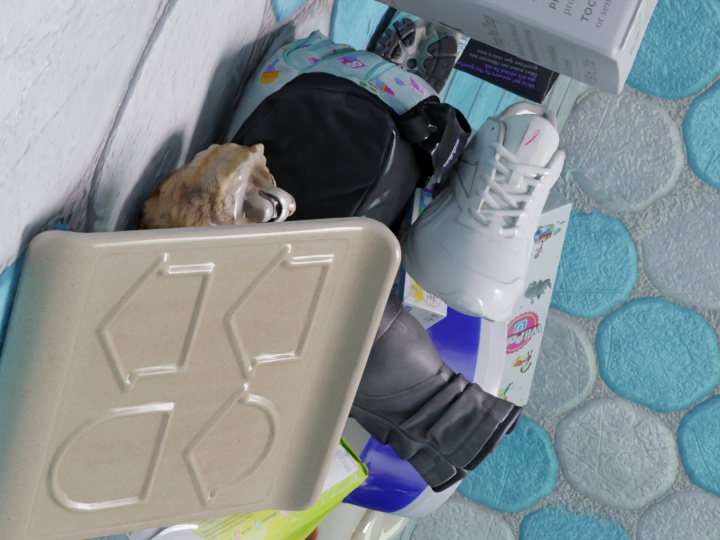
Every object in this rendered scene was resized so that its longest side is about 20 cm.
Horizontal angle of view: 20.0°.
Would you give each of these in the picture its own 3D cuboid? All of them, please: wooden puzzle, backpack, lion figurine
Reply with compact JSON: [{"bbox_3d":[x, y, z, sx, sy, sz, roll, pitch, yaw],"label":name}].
[{"bbox_3d":[-0.094,0.050,1.037,0.199,0.046,0.186,-1,123,-33],"label":"wooden puzzle"},{"bbox_3d":[-0.017,-0.069,1.236,0.167,0.126,0.200,-56,178,21],"label":"backpack"},{"bbox_3d":[-0.110,0.025,1.122,0.200,0.072,0.123,-61,177,26],"label":"lion figurine"}]

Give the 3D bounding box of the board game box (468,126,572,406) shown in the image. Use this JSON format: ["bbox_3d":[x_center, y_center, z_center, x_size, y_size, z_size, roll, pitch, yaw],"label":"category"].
[{"bbox_3d":[0.074,-0.002,1.558,0.064,0.147,0.200,-23,137,-32],"label":"board game box"}]

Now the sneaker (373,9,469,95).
[{"bbox_3d":[0.059,-0.203,1.597,0.200,0.077,0.086,-57,-179,-17],"label":"sneaker"}]

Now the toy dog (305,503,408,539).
[{"bbox_3d":[-0.045,0.177,1.775,0.194,0.139,0.200,-42,159,-26],"label":"toy dog"}]

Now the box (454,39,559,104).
[{"bbox_3d":[0.167,-0.278,1.902,0.122,0.106,0.200,-55,166,-53],"label":"box"}]

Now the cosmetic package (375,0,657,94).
[{"bbox_3d":[0.104,-0.232,1.301,0.167,0.199,0.167,24,88,-81],"label":"cosmetic package"}]

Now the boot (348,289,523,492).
[{"bbox_3d":[0.007,0.092,1.282,0.070,0.132,0.200,-50,-171,-28],"label":"boot"}]

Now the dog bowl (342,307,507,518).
[{"bbox_3d":[0.023,0.071,1.453,0.200,0.079,0.201,-165,-90,-69],"label":"dog bowl"}]

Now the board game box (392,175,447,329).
[{"bbox_3d":[0.000,0.000,1.399,0.200,0.034,0.135,-35,-138,54],"label":"board game box"}]

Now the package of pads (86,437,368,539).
[{"bbox_3d":[-0.100,0.164,1.200,0.200,0.068,0.155,-24,161,-52],"label":"package of pads"}]

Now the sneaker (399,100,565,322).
[{"bbox_3d":[0.080,-0.047,1.235,0.100,0.078,0.200,-60,-171,30],"label":"sneaker"}]
